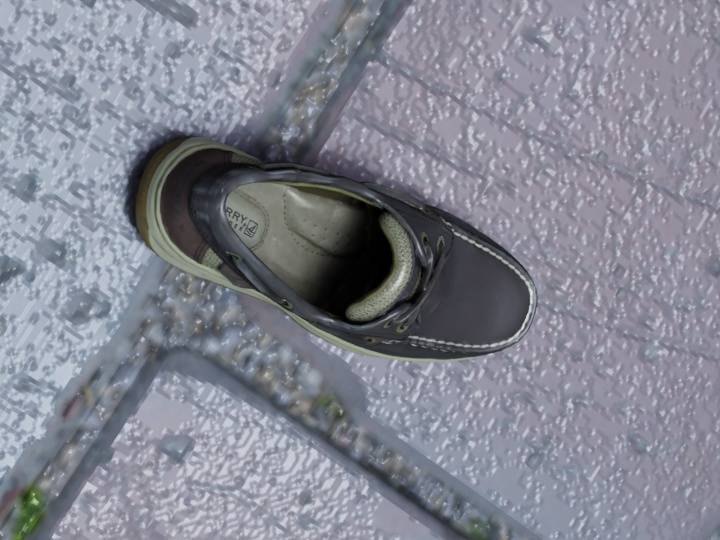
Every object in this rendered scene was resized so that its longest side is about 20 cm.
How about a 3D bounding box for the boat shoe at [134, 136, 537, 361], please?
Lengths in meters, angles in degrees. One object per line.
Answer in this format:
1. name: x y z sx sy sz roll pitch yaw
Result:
1. boat shoe: 0.000 0.000 1.147 0.199 0.065 0.074 16 94 -34
